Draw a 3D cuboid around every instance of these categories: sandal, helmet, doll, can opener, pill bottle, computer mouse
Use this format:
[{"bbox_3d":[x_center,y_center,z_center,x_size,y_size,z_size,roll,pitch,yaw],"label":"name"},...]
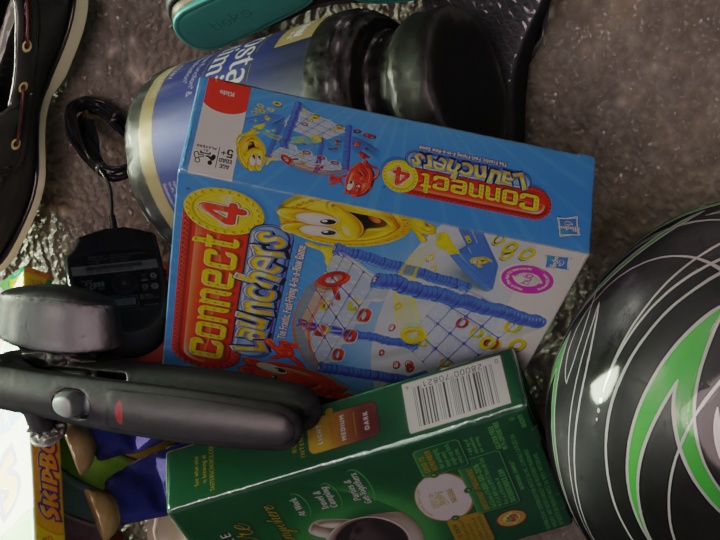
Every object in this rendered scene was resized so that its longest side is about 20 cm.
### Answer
[{"bbox_3d":[0.072,-0.132,0.802,0.075,0.043,0.203,19,114,24],"label":"sandal"},{"bbox_3d":[0.187,0.067,0.709,0.199,0.200,0.192,-34,92,22],"label":"helmet"},{"bbox_3d":[-0.067,0.090,0.833,0.198,0.048,0.138,-21,93,-15],"label":"doll"},{"bbox_3d":[-0.116,0.063,0.743,0.197,0.063,0.080,12,118,24],"label":"can opener"},{"bbox_3d":[-0.024,-0.078,0.785,0.198,0.111,0.114,-12,95,33],"label":"pill bottle"},{"bbox_3d":[-0.150,-0.026,0.852,0.058,0.202,0.034,-4,141,-14],"label":"computer mouse"}]

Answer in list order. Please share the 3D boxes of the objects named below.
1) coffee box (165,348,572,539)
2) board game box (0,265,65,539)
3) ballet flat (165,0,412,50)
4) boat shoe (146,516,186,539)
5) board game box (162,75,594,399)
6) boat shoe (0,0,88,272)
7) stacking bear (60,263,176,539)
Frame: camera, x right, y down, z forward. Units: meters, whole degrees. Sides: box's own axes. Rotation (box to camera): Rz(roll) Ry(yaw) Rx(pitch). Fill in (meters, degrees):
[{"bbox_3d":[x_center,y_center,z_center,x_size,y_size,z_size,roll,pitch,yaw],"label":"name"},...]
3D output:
[{"bbox_3d":[0.006,0.118,0.770,0.197,0.044,0.124,-19,137,9],"label":"coffee box"},{"bbox_3d":[-0.213,0.107,0.838,0.095,0.030,0.203,-31,57,32],"label":"board game box"},{"bbox_3d":[-0.019,-0.178,0.779,0.197,0.073,0.074,-11,95,24],"label":"ballet flat"},{"bbox_3d":[-0.047,0.209,0.886,0.199,0.059,0.072,41,97,9],"label":"boat shoe"},{"bbox_3d":[0.000,0.000,0.739,0.193,0.201,0.057,11,58,-3],"label":"board game box"},{"bbox_3d":[-0.229,-0.096,0.895,0.073,0.063,0.204,29,108,38],"label":"boat shoe"},{"bbox_3d":[-0.153,0.088,0.885,0.113,0.121,0.201,36,100,6],"label":"stacking bear"}]
